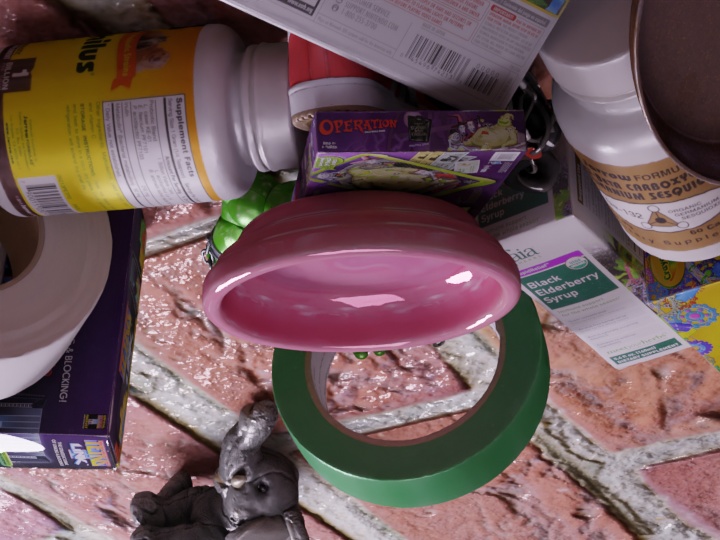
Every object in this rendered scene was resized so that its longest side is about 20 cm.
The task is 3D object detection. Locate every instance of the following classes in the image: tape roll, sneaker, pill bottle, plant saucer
[{"bbox_3d":[0.036,0.070,1.220,0.198,0.202,0.048,-6,147,13],"label":"tape roll"},{"bbox_3d":[0.088,-0.109,1.036,0.081,0.078,0.200,23,166,23],"label":"sneaker"},{"bbox_3d":[-0.133,-0.095,1.058,0.198,0.110,0.110,-4,147,10],"label":"pill bottle"},{"bbox_3d":[0.221,-0.147,0.933,0.199,0.034,0.202,-13,117,-27],"label":"plant saucer"},{"bbox_3d":[0.179,-0.101,1.025,0.113,0.115,0.200,-13,144,23],"label":"pill bottle"},{"bbox_3d":[-0.005,-0.138,1.028,0.070,0.114,0.200,-7,178,9],"label":"sneaker"},{"bbox_3d":[-0.267,-0.015,1.106,0.201,0.204,0.071,16,145,-21],"label":"tape roll"},{"bbox_3d":[0.000,0.000,1.054,0.198,0.051,0.201,-3,161,-1],"label":"plant saucer"}]

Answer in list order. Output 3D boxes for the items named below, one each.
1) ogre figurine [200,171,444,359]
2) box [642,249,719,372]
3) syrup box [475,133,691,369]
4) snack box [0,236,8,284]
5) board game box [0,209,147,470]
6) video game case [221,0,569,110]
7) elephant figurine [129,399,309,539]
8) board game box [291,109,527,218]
[{"bbox_3d":[-0.030,-0.015,1.189,0.199,0.098,0.120,36,156,33],"label":"ogre figurine"},{"bbox_3d":[0.321,-0.009,1.152,0.191,0.123,0.200,-19,142,30],"label":"box"},{"bbox_3d":[0.164,-0.013,1.195,0.078,0.082,0.200,-21,142,30],"label":"syrup box"},{"bbox_3d":[-0.282,0.013,1.151,0.071,0.202,0.024,9,145,-11],"label":"snack box"},{"bbox_3d":[-0.243,0.040,1.191,0.163,0.202,0.057,0,147,2],"label":"board game box"},{"bbox_3d":[0.036,-0.193,0.896,0.199,0.023,0.183,21,111,-27],"label":"video game case"},{"bbox_3d":[-0.103,0.220,1.545,0.199,0.142,0.155,-32,166,20],"label":"elephant figurine"},{"bbox_3d":[0.023,-0.057,1.017,0.119,0.033,0.200,-5,170,-8],"label":"board game box"}]
